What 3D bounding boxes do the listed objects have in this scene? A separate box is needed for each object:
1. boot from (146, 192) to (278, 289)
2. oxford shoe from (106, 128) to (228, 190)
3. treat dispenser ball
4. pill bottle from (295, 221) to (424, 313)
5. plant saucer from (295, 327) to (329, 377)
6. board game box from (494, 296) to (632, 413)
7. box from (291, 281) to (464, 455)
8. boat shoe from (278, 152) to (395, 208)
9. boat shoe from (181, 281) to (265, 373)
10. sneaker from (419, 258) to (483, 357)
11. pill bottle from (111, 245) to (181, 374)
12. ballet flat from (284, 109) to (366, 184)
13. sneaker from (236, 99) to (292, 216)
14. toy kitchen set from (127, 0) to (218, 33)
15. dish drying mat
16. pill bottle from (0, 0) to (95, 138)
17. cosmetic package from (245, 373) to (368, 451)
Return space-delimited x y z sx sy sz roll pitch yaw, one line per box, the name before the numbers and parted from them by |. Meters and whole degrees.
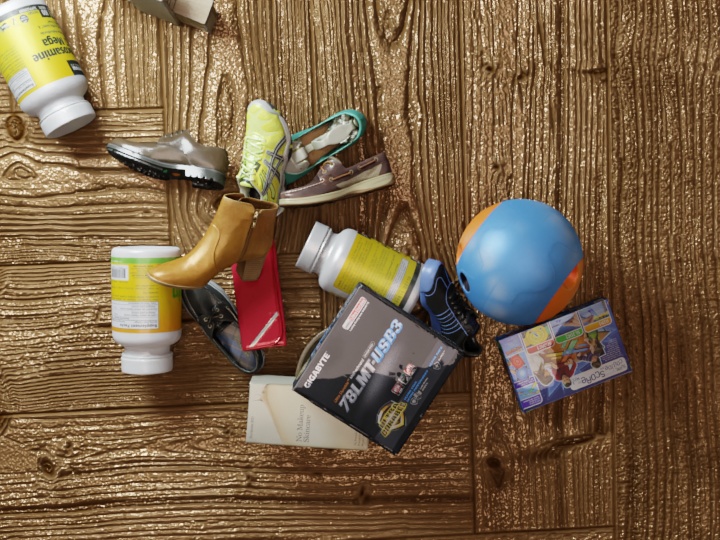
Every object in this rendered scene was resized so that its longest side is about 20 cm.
boot | -0.227 -0.050 1.354 0.200 0.071 0.145 -5 122 -33
oxford shoe | -0.312 -0.192 1.429 0.199 0.073 0.085 12 77 -5
treat dispenser ball | 0.253 -0.013 1.391 0.200 0.201 0.202 0 94 -2
pill bottle | 0.000 0.000 1.427 0.199 0.111 0.112 26 93 -5
plant saucer | -0.011 0.184 1.482 0.199 0.029 0.201 0 94 -3
board game box | 0.346 0.143 1.490 0.199 0.034 0.136 -20 96 -1
box | 0.027 0.153 1.371 0.198 0.050 0.200 34 93 -8
boat shoe | -0.043 -0.150 1.428 0.199 0.072 0.072 -15 92 -13
boat shoe | -0.229 0.089 1.451 0.069 0.057 0.200 -40 95 1
sneaker | 0.151 0.063 1.415 0.078 0.070 0.201 8 138 28
pill bottle | -0.346 0.063 1.417 0.110 0.111 0.201 0 94 -2
ballet flat | -0.079 -0.204 1.429 0.200 0.070 0.068 -32 95 1
sneaker | -0.157 -0.169 1.391 0.075 0.076 0.201 12 117 27
toy kitchen set | -0.306 -0.496 1.350 0.199 0.163 0.181 21 93 -4
dish drying mat | -0.170 0.029 1.443 0.076 0.018 0.201 -7 81 -7
pill bottle | -0.504 -0.317 1.381 0.112 0.112 0.201 -28 95 0
cosmetic package | -0.084 0.232 1.434 0.199 0.073 0.104 3 95 -3
